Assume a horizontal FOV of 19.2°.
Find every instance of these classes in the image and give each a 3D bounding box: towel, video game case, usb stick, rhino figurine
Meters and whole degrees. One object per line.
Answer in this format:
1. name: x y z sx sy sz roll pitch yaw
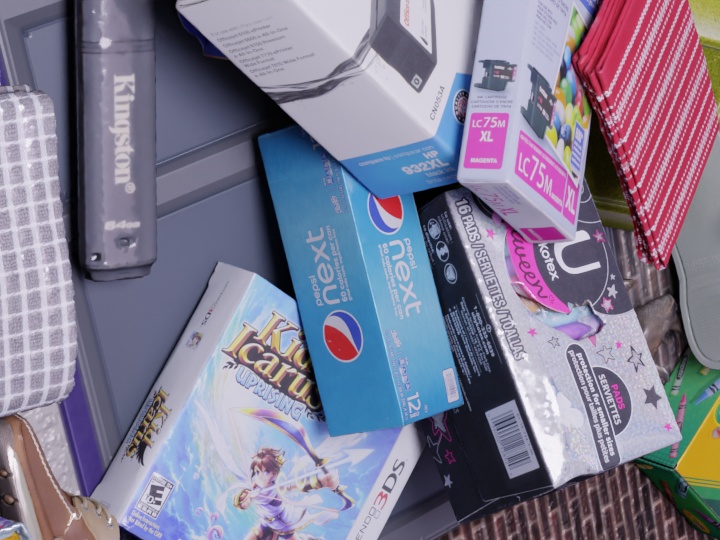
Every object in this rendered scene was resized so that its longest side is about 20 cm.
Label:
1. towel: -0.246 -0.007 1.193 0.165 0.085 0.201 -13 108 -37
2. video game case: -0.057 0.121 1.399 0.200 0.045 0.182 36 76 -38
3. towel: 0.192 -0.116 1.404 0.145 0.022 0.200 -64 146 -31
4. usb stick: -0.147 -0.094 1.286 0.055 0.033 0.201 -9 105 -38
5. rhino figurine: 0.169 0.047 1.555 0.200 0.060 0.088 3 94 -40

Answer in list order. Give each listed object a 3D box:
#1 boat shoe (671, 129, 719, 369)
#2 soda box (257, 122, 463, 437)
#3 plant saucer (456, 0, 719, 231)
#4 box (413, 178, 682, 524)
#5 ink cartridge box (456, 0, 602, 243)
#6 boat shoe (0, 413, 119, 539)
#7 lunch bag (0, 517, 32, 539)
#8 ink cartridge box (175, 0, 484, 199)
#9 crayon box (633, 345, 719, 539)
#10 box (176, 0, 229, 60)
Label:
1. boat shoe: 0.271 -0.026 1.603 0.060 0.075 0.201 -1 88 -47
2. soda box: 0.000 0.000 1.363 0.064 0.068 0.201 -15 92 -48
3. plant saucer: 0.188 -0.113 1.499 0.199 0.048 0.200 8 116 -39
4. box: 0.105 0.046 1.404 0.114 0.132 0.201 -16 82 -31
5. ink cartridge box: 0.110 -0.130 1.316 0.119 0.042 0.201 34 59 -59
6. boat shoe: -0.186 0.165 1.292 0.072 0.076 0.201 -33 128 -33
7. lunch bag: -0.243 0.229 1.194 0.127 0.169 0.201 -23 110 -36
8. ink cartridge box: 0.000 -0.161 1.282 0.200 0.084 0.145 41 54 -36
9. crayon box: 0.304 0.100 1.674 0.119 0.058 0.200 45 72 -36
10. box: -0.025 -0.193 1.358 0.200 0.041 0.119 -5 103 -40
